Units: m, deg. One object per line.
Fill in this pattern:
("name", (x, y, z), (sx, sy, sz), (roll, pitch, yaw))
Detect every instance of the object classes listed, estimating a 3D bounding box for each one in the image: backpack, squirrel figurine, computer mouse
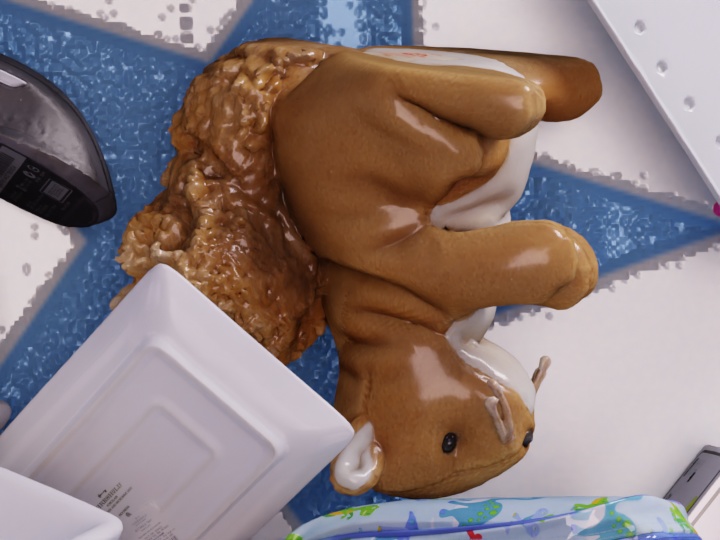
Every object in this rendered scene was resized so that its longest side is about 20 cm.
("backpack", (0.052, 0.154, 1.153), (0.200, 0.163, 0.154), (11, 81, 30))
("squirrel figurine", (0.000, 0.000, 1.205), (0.199, 0.142, 0.187), (6, 100, 8))
("computer mouse", (-0.180, -0.092, 1.177), (0.200, 0.140, 0.046), (27, 69, -5))

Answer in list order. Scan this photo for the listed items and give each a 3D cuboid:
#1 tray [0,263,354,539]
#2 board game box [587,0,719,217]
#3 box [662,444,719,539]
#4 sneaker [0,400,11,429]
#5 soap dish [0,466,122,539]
("tray", (-0.100, 0.094, 1.181), (0.107, 0.022, 0.200), (40, 124, -5))
("board game box", (0.193, -0.133, 1.248), (0.200, 0.026, 0.200), (-35, 94, -21))
("box", (0.199, 0.184, 1.254), (0.200, 0.060, 0.117), (41, 85, -5))
("sneaker", (-0.200, 0.001, 1.184), (0.074, 0.087, 0.200), (6, 116, 30))
("soap dish", (-0.205, 0.114, 1.089), (0.200, 0.157, 0.081), (19, 103, 16))
